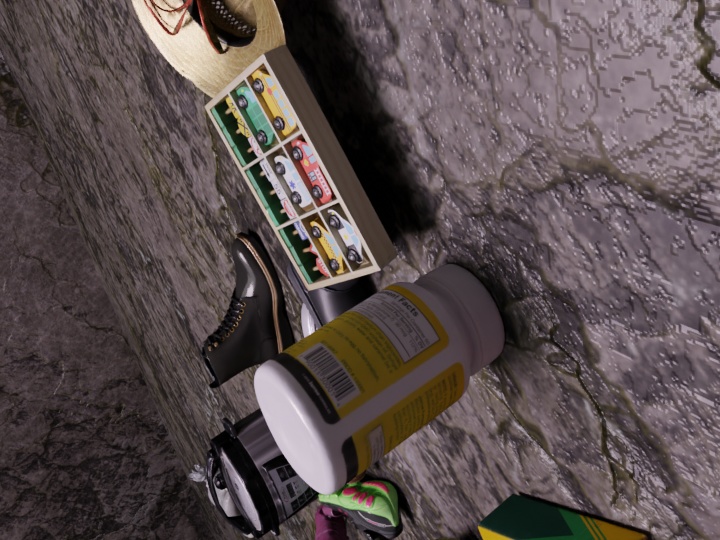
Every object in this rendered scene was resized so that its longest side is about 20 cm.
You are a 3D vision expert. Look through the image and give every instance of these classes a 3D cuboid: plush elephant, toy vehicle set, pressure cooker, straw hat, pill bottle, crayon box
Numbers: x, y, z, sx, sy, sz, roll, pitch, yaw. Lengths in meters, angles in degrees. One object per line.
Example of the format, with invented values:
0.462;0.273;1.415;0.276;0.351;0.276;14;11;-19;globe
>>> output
-0.254;0.455;1.617;0.153;0.167;0.199;-31;126;31;plush elephant
-0.056;-0.083;0.665;0.123;0.026;0.203;-17;105;54;toy vehicle set
-0.146;0.315;1.179;0.177;0.197;0.180;51;153;24;pressure cooker
-0.118;-0.254;0.674;0.198;0.085;0.204;28;144;23;straw hat
0.020;0.082;0.617;0.114;0.198;0.116;42;149;33;pill bottle
0.209;0.316;0.658;0.172;0.058;0.204;-10;107;63;crayon box

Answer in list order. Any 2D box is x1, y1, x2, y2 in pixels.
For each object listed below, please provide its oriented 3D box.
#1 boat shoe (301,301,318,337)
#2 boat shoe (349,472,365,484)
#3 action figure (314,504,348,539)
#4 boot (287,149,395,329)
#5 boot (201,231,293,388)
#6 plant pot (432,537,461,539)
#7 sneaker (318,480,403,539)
0.000;0.113;0.856;0.069;0.070;0.204;-12;105;47;boat shoe
-0.053;0.205;1.038;0.203;0.071;0.068;59;157;12;boat shoe
-0.051;0.438;1.181;0.201;0.145;0.137;-97;2;-64;action figure
-0.001;-0.001;0.751;0.165;0.065;0.201;48;146;11;boot
-0.182;0.063;1.064;0.077;0.137;0.204;20;132;55;boot
0.087;0.423;0.875;0.201;0.198;0.195;46;140;28;plant pot
-0.002;0.350;1.082;0.199;0.076;0.086;-13;101;66;sneaker
